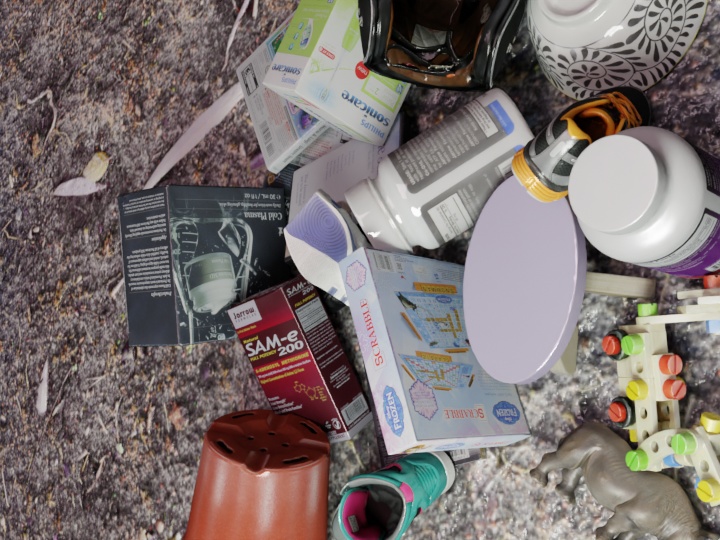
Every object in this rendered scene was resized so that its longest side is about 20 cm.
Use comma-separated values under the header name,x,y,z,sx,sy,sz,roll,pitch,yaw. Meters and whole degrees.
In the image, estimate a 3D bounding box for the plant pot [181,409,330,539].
name,x,y,z,sx,sy,sz,roll,pitch,yaw
plant pot,-0.118,0.284,1.025,0.200,0.199,0.198,23,112,42

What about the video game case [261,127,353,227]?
name,x,y,z,sx,sy,sz,roll,pitch,yaw
video game case,-0.059,-0.123,1.178,0.199,0.023,0.184,22,98,41

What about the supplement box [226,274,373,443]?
name,x,y,z,sx,sy,sz,roll,pitch,yaw
supplement box,-0.075,0.116,1.078,0.108,0.061,0.202,-22,95,39

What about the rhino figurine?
name,x,y,z,sx,sy,sz,roll,pitch,yaw
rhino figurine,0.258,0.223,0.809,0.200,0.060,0.088,41,100,35

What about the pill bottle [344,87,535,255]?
name,x,y,z,sx,sy,sz,roll,pitch,yaw
pill bottle,0.089,-0.095,0.928,0.199,0.114,0.115,-31,61,6

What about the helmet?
name,x,y,z,sx,sy,sz,roll,pitch,yaw
helmet,0.087,-0.299,0.915,0.199,0.199,0.193,14,96,42

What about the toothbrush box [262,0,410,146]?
name,x,y,z,sx,sy,sz,roll,pitch,yaw
toothbrush box,-0.003,-0.275,1.037,0.086,0.145,0.202,27,91,52

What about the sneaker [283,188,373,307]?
name,x,y,z,sx,sy,sz,roll,pitch,yaw
sneaker,0.001,0.001,1.011,0.080,0.115,0.200,-42,88,14

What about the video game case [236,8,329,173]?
name,x,y,z,sx,sy,sz,roll,pitch,yaw
video game case,-0.086,-0.264,1.200,0.181,0.024,0.202,-37,55,25

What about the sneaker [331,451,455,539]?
name,x,y,z,sx,sy,sz,roll,pitch,yaw
sneaker,0.009,0.276,0.979,0.200,0.120,0.084,-45,72,34

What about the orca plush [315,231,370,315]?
name,x,y,z,sx,sy,sz,roll,pitch,yaw
orca plush,-0.037,0.000,1.083,0.199,0.071,0.106,-31,79,25

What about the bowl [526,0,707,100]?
name,x,y,z,sx,sy,sz,roll,pitch,yaw
bowl,0.238,-0.282,0.880,0.199,0.094,0.204,-9,77,41

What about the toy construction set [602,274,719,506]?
name,x,y,z,sx,sy,sz,roll,pitch,yaw
toy construction set,0.286,0.101,0.780,0.131,0.091,0.203,166,115,-66

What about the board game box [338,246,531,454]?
name,x,y,z,sx,sy,sz,roll,pitch,yaw
board game box,0.080,0.084,0.900,0.041,0.199,0.202,-31,63,36

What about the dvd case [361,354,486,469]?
name,x,y,z,sx,sy,sz,roll,pitch,yaw
dvd case,0.067,0.137,1.027,0.148,0.016,0.203,-25,68,39

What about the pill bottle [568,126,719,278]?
name,x,y,z,sx,sy,sz,roll,pitch,yaw
pill bottle,0.261,-0.058,0.753,0.112,0.199,0.114,-8,78,41

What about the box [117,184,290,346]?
name,x,y,z,sx,sy,sz,roll,pitch,yaw
box,-0.203,-0.008,1.153,0.123,0.199,0.200,-3,91,42

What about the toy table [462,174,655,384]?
name,x,y,z,sx,sy,sz,roll,pitch,yaw
toy table,0.185,0.012,0.869,0.183,0.116,0.203,18,95,43

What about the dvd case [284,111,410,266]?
name,x,y,z,sx,sy,sz,roll,pitch,yaw
dvd case,-0.018,-0.100,1.084,0.199,0.017,0.144,-23,51,37

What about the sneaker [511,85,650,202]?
name,x,y,z,sx,sy,sz,roll,pitch,yaw
sneaker,0.224,-0.130,0.811,0.078,0.199,0.077,47,141,8
